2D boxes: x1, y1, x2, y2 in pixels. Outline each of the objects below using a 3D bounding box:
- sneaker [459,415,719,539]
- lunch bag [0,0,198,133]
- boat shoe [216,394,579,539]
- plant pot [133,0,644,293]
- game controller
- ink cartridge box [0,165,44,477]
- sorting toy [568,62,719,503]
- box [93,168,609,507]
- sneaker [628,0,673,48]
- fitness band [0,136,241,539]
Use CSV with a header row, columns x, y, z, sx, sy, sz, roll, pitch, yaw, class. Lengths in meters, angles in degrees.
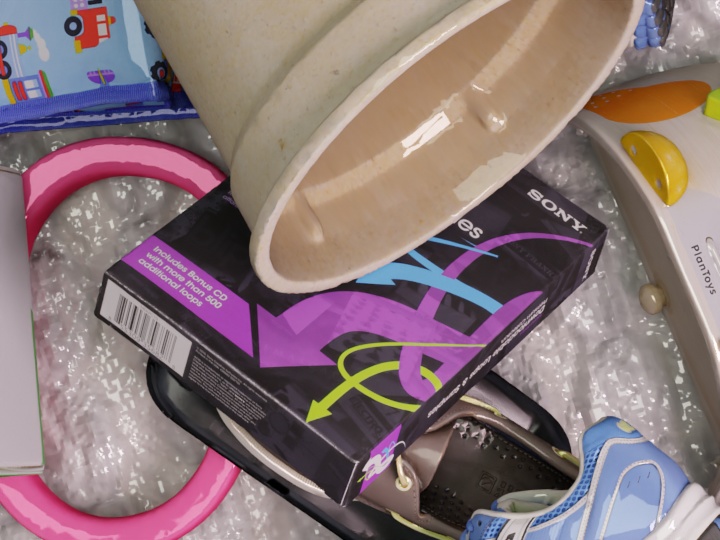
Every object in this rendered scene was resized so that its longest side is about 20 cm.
x,y,z,sx,sy,sz,roll,pitch,yaw,class
0.068,0.140,1.158,0.200,0.076,0.077,-40,80,20,sneaker
-0.179,-0.141,1.267,0.199,0.094,0.151,-5,87,14,lunch bag
0.031,0.083,1.196,0.200,0.060,0.072,27,80,-11,boat shoe
-0.015,-0.124,1.123,0.200,0.200,0.184,-40,73,4,plant pot
0.002,0.068,1.242,0.200,0.042,0.104,36,78,-10,game controller
-0.258,0.033,1.255,0.199,0.084,0.147,-7,85,18,ink cartridge box
0.212,-0.023,1.224,0.180,0.107,0.201,-22,85,-14,sorting toy
0.000,0.000,1.194,0.143,0.036,0.200,36,48,16,box
0.083,-0.165,1.185,0.085,0.200,0.077,0,55,18,sneaker
-0.115,0.036,1.278,0.143,0.037,0.201,3,87,7,fitness band
